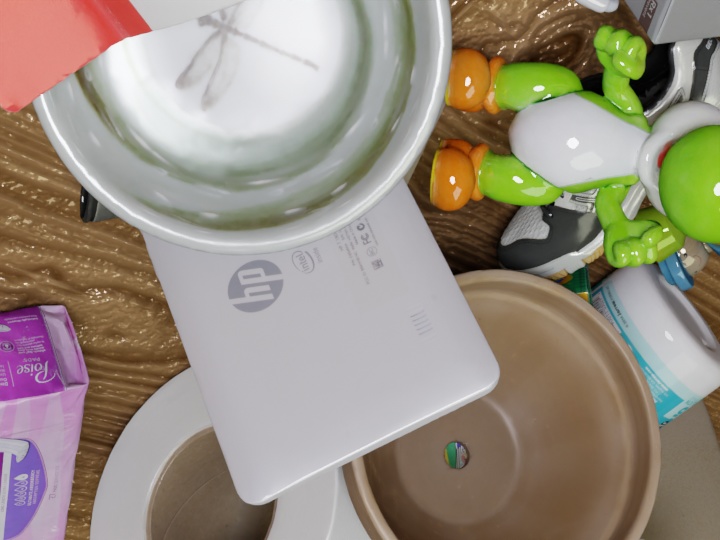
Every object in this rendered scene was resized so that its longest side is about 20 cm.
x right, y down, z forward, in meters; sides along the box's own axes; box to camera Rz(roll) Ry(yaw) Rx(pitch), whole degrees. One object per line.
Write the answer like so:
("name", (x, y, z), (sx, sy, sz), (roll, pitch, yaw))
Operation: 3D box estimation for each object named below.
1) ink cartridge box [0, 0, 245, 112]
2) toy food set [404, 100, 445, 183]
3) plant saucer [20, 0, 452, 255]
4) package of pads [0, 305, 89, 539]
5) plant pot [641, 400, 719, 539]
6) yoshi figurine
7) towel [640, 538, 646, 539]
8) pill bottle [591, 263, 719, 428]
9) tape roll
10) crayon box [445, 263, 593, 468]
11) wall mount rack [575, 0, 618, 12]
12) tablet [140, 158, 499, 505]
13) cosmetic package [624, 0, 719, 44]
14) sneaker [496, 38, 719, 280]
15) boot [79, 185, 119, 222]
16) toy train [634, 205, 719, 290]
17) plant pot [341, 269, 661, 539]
("ink cartridge box", (-0.115, -0.165, 0.589), (0.199, 0.050, 0.161), (-33, 122, 8))
("toy food set", (0.000, 0.000, 0.802), (0.060, 0.201, 0.144), (23, 132, -4))
("plant saucer", (-0.056, -0.110, 0.676), (0.198, 0.050, 0.202), (1, 105, 4))
("package of pads", (-0.238, 0.113, 0.883), (0.120, 0.076, 0.201), (-8, 141, -24))
("plant pot", (0.201, 0.227, 1.199), (0.199, 0.178, 0.200), (6, 133, -35))
("yoshi figurine", (0.139, -0.062, 0.776), (0.198, 0.113, 0.113), (10, 145, 7))
("towel", (0.120, 0.214, 0.988), (0.152, 0.199, 0.024), (-24, 110, -42))
("pill bottle", (0.160, 0.090, 1.059), (0.200, 0.111, 0.111), (-39, 142, 20))
("tape roll", (-0.059, 0.172, 0.956), (0.202, 0.203, 0.139), (-37, 143, 16))
("crayon box", (0.110, 0.100, 0.977), (0.118, 0.058, 0.201), (-8, 111, 11))
("wall mount rack", (0.078, -0.214, 0.668), (0.173, 0.075, 0.200), (25, 125, -13))
("tablet", (-0.029, 0.001, 0.685), (0.129, 0.201, 0.014), (-26, 146, 1))
("cosmetic package", (0.236, -0.194, 0.773), (0.198, 0.091, 0.107), (-6, 140, -20))
("sneaker", (0.146, -0.077, 0.893), (0.087, 0.076, 0.200), (34, 115, -30))
("boot", (-0.099, -0.031, 0.809), (0.130, 0.068, 0.201), (6, 129, -26))
("toy train", (0.230, -0.043, 0.945), (0.115, 0.085, 0.200), (-24, 158, 21))
("plant pot", (0.073, 0.107, 0.880), (0.199, 0.202, 0.093), (-8, 170, -22))
